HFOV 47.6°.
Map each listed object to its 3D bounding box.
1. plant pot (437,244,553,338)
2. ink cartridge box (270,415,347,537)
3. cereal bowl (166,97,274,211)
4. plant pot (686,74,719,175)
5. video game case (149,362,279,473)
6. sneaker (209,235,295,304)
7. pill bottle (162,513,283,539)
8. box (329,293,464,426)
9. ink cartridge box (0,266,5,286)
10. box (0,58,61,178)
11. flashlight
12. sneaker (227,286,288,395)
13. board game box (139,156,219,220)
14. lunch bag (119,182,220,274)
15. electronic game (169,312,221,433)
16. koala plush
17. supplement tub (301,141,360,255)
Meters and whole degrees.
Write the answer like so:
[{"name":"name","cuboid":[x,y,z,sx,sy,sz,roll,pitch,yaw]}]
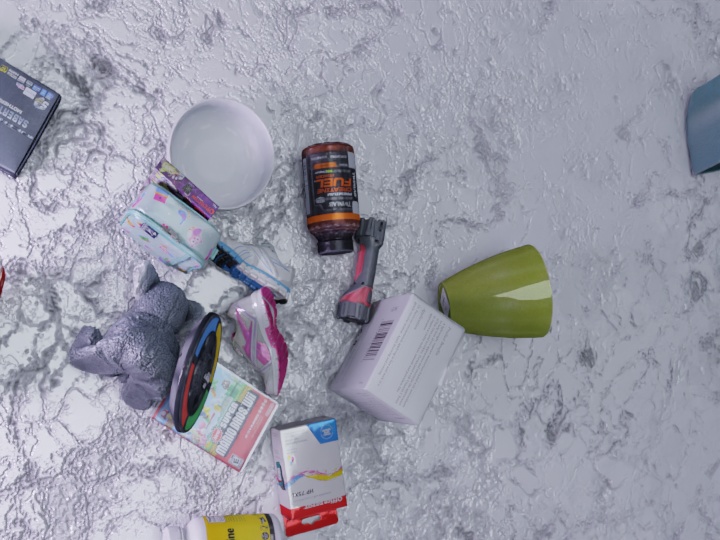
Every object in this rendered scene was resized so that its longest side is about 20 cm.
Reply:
[{"name":"plant pot","cuboid":[0.261,0.056,1.652,0.194,0.187,0.193,-8,88,-9]},{"name":"ink cartridge box","cuboid":[-0.093,0.382,1.504,0.113,0.067,0.206,-8,88,-24]},{"name":"cereal bowl","cuboid":[-0.258,-0.204,1.485,0.195,0.083,0.206,3,83,-23]},{"name":"plant pot","cuboid":[0.907,-0.370,1.966,0.191,0.196,0.205,-10,80,-24]},{"name":"video game case","cuboid":[-0.259,0.251,1.472,0.198,0.017,0.145,36,72,-16]},{"name":"sneaker","cuboid":[-0.204,-0.024,1.507,0.198,0.074,0.088,36,58,-19]},{"name":"pill bottle","cuboid":[-0.238,0.481,1.405,0.195,0.112,0.116,4,83,-23]},{"name":"box","cuboid":[0.065,0.167,1.525,0.129,0.199,0.202,34,72,-14]},{"name":"ink cartridge box","cuboid":[-0.613,0.089,1.271,0.066,0.116,0.205,16,78,-20]},{"name":"box","cuboid":[-0.621,-0.272,1.350,0.197,0.051,0.161,30,74,-18]},{"name":"flashlight","cuboid":[0.000,0.000,1.592,0.066,0.068,0.205,13,74,-18]},{"name":"sneaker","cuboid":[-0.187,0.133,1.489,0.086,0.081,0.205,-9,102,10]},{"name":"board game box","cuboid":[-0.311,-0.123,1.390,0.119,0.199,0.033,38,73,-14]},{"name":"lunch bag","cuboid":[-0.321,-0.064,1.379,0.160,0.199,0.078,41,73,-16]},{"name":"electronic game","cuboid":[-0.271,0.170,1.364,0.041,0.200,0.205,14,77,3]},{"name":"koala plush","cuboid":[-0.352,0.100,1.376,0.177,0.182,0.203,42,51,-23]},{"name":"supplement tub","cuboid":[-0.054,-0.134,1.555,0.104,0.107,0.206,-4,86,-24]}]
